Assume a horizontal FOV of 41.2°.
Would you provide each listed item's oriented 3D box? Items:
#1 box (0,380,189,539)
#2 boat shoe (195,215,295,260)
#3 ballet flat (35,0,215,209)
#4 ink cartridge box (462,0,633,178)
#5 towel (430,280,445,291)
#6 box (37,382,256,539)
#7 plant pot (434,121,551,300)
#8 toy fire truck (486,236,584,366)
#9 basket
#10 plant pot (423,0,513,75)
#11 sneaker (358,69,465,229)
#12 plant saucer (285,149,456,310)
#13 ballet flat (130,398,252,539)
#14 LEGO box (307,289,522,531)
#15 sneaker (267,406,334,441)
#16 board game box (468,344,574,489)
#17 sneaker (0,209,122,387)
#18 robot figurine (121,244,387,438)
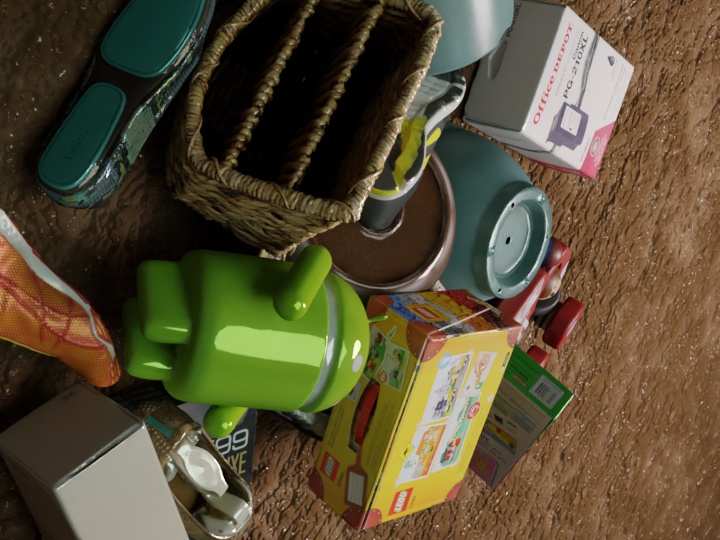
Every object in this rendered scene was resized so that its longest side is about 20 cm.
[{"bbox_3d":[-0.189,0.193,0.725,0.078,0.095,0.201,-36,128,-33],"label":"box"},{"bbox_3d":[-0.103,0.001,0.837,0.062,0.073,0.202,-2,113,-57],"label":"boat shoe"},{"bbox_3d":[-0.168,-0.132,0.709,0.201,0.074,0.074,-57,140,-11],"label":"ballet flat"},{"bbox_3d":[0.220,-0.206,1.103,0.199,0.084,0.146,16,94,-52],"label":"ink cartridge box"},{"bbox_3d":[0.000,0.000,0.917,0.132,0.034,0.201,-42,109,-22],"label":"towel"},{"bbox_3d":[-0.182,0.182,0.839,0.199,0.050,0.159,-11,114,-46],"label":"box"},{"bbox_3d":[0.118,-0.046,1.019,0.200,0.134,0.202,-25,126,-41],"label":"plant pot"},{"bbox_3d":[0.191,0.043,1.120,0.200,0.112,0.168,-50,163,-23],"label":"toy fire truck"},{"bbox_3d":[-0.052,-0.134,0.727,0.142,0.149,0.201,32,68,-17],"label":"basket"},{"bbox_3d":[0.046,-0.284,0.791,0.200,0.199,0.197,-48,146,-23],"label":"plant pot"},{"bbox_3d":[0.033,-0.119,0.852,0.201,0.074,0.085,-61,176,-40],"label":"sneaker"},{"bbox_3d":[0.009,-0.058,0.886,0.198,0.032,0.202,4,81,-25],"label":"plant saucer"},{"bbox_3d":[-0.131,0.184,0.807,0.071,0.065,0.201,-53,139,-21],"label":"ballet flat"},{"bbox_3d":[0.051,0.126,0.900,0.148,0.077,0.202,-2,116,-48],"label":"LEGO box"},{"bbox_3d":[-0.028,0.129,0.952,0.080,0.077,0.200,-63,144,-15],"label":"sneaker"},{"bbox_3d":[0.128,0.140,1.043,0.040,0.153,0.201,-41,164,-31],"label":"board game box"},{"bbox_3d":[-0.246,0.023,0.682,0.077,0.073,0.200,-49,127,-17],"label":"sneaker"},{"bbox_3d":[-0.080,0.048,0.746,0.198,0.116,0.176,10,131,-27],"label":"robot figurine"}]
